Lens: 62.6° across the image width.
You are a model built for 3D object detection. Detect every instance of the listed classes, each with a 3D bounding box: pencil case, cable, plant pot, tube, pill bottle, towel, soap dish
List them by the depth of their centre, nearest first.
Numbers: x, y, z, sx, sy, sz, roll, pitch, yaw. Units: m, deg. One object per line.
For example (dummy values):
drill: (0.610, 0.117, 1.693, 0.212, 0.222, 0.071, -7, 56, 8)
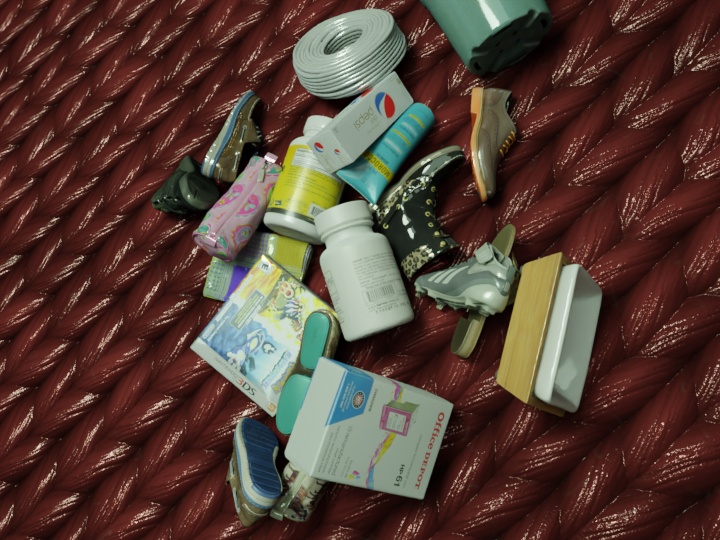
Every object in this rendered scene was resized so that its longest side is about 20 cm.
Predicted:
soap dish: (0.261, 0.091, 0.816, 0.081, 0.157, 0.200, 9, 79, 37)
pencil case: (-0.066, 0.285, 0.903, 0.078, 0.089, 0.200, 31, 88, 24)
pill bottle: (0.000, 0.000, 0.923, 0.114, 0.114, 0.200, -20, 82, 12)
plant pot: (0.199, -0.443, 0.960, 0.200, 0.200, 0.196, -25, 77, 11)
tube: (0.049, -0.196, 0.973, 0.077, 0.050, 0.200, 39, 66, 1)
pill bottle: (-0.082, -0.154, 1.011, 0.112, 0.112, 0.200, 15, 80, 21)
pencil case: (-0.204, -0.111, 1.026, 0.087, 0.087, 0.200, 22, 65, 22)
cable: (-0.022, -0.385, 1.043, 0.200, 0.069, 0.200, -30, 44, 3)
towel: (-0.183, 0.001, 1.044, 0.200, 0.023, 0.144, 15, 90, 21)

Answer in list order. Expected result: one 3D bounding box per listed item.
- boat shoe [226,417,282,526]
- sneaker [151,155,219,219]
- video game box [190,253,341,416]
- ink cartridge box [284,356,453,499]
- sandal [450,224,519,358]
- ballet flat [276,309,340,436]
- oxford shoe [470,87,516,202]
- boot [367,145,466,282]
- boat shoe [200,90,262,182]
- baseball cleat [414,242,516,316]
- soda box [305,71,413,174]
boat shoe: (-0.169, 0.296, 0.891, 0.072, 0.200, 0.072, 29, 99, -18)
sneaker: (-0.319, -0.129, 1.075, 0.114, 0.076, 0.199, -51, 33, 9)
video game box: (-0.149, 0.106, 0.978, 0.182, 0.047, 0.200, 38, 90, 4)
ink cartridge box: (0.017, 0.222, 0.829, 0.085, 0.200, 0.145, 9, 78, 57)
sandal: (0.211, 0.040, 0.900, 0.070, 0.078, 0.212, 23, 91, -9)
ballet flat: (-0.073, 0.158, 0.915, 0.070, 0.065, 0.200, 21, 92, 21)
oxford shoe: (0.214, -0.207, 0.951, 0.073, 0.071, 0.200, -1, 75, 13)
boot: (0.112, -0.090, 0.951, 0.200, 0.073, 0.151, -35, 67, 11)
boat shoe: (-0.223, -0.245, 1.107, 0.072, 0.072, 0.200, 25, 68, -8)
baseball cleat: (0.158, 0.011, 0.873, 0.200, 0.070, 0.107, 14, 76, 61)
soda box: (0.003, -0.244, 0.971, 0.068, 0.064, 0.200, -14, 29, 50)
